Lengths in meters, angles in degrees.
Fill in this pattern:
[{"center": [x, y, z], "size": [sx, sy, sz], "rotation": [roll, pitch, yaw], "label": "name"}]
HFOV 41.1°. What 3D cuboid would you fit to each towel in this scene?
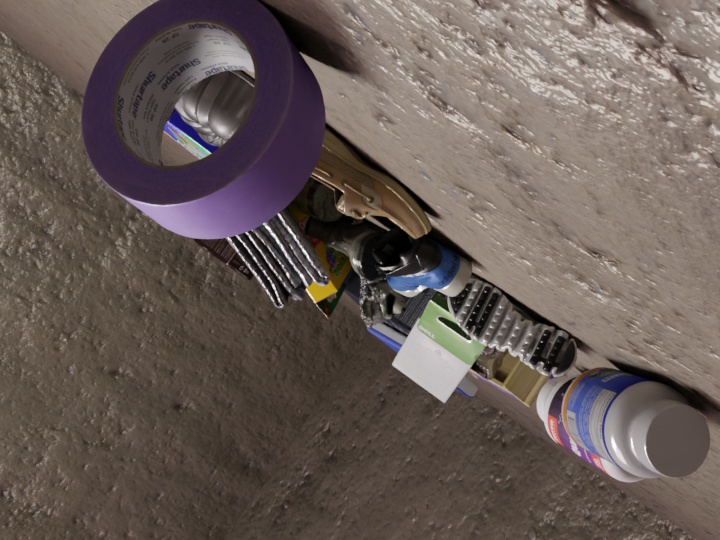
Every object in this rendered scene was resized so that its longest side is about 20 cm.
[{"center": [-0.137, -0.059, 1.337], "size": [0.201, 0.085, 0.166], "rotation": [54, -178, -25], "label": "towel"}]

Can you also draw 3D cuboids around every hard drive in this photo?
[{"center": [0.102, 0.148, 1.637], "size": [0.132, 0.026, 0.200], "rotation": [38, 174, -26], "label": "hard drive"}]

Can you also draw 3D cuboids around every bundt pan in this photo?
[{"center": [-0.156, -0.188, 1.207], "size": [0.201, 0.076, 0.202], "rotation": [36, 176, 3], "label": "bundt pan"}]

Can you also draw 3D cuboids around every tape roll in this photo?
[{"center": [-0.135, -0.136, 0.835], "size": [0.199, 0.201, 0.085], "rotation": [33, 175, 24], "label": "tape roll"}]

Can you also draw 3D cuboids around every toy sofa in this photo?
[{"center": [0.259, 0.172, 1.678], "size": [0.097, 0.083, 0.200], "rotation": [39, 174, -22], "label": "toy sofa"}]

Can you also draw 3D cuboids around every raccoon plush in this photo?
[{"center": [0.000, 0.000, 1.526], "size": [0.199, 0.135, 0.097], "rotation": [32, 175, 34], "label": "raccoon plush"}]

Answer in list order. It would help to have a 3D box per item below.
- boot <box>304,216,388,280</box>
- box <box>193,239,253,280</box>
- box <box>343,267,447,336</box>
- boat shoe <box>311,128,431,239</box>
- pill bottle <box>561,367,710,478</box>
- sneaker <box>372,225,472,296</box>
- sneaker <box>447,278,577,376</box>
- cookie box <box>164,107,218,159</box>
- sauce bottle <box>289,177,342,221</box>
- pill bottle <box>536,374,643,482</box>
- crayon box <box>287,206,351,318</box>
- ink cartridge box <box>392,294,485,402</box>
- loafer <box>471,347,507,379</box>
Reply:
[{"center": [-0.025, -0.041, 1.370], "size": [0.129, 0.069, 0.200], "rotation": [19, -172, 10], "label": "boot"}, {"center": [-0.452, -0.099, 3.443], "size": [0.199, 0.165, 0.166], "rotation": [32, 174, 33], "label": "box"}, {"center": [0.082, 0.053, 1.644], "size": [0.199, 0.105, 0.148], "rotation": [33, 175, 33], "label": "box"}, {"center": [-0.005, -0.093, 1.117], "size": [0.199, 0.065, 0.071], "rotation": [37, 175, -13], "label": "boat shoe"}, {"center": [0.330, 0.184, 1.154], "size": [0.112, 0.113, 0.200], "rotation": [36, 174, -11], "label": "pill bottle"}, {"center": [0.059, -0.017, 1.296], "size": [0.111, 0.077, 0.200], "rotation": [31, 173, -21], "label": "sneaker"}, {"center": [0.205, 0.081, 1.308], "size": [0.199, 0.076, 0.081], "rotation": [34, -176, 20], "label": "sneaker"}, {"center": [-0.217, -0.201, 1.479], "size": [0.170, 0.076, 0.200], "rotation": [36, 176, -15], "label": "cookie box"}, {"center": [-0.085, -0.121, 1.413], "size": [0.065, 0.065, 0.200], "rotation": [38, 176, -31], "label": "sauce bottle"}, {"center": [0.342, 0.220, 1.390], "size": [0.112, 0.113, 0.200], "rotation": [38, 174, -26], "label": "pill bottle"}, {"center": [-0.076, -0.038, 1.538], "size": [0.201, 0.050, 0.127], "rotation": [55, -154, -14], "label": "crayon box"}, {"center": [0.127, 0.105, 1.420], "size": [0.103, 0.059, 0.201], "rotation": [35, 145, 8], "label": "ink cartridge box"}, {"center": [0.207, 0.106, 1.542], "size": [0.075, 0.068, 0.201], "rotation": [32, 158, 16], "label": "loafer"}]
